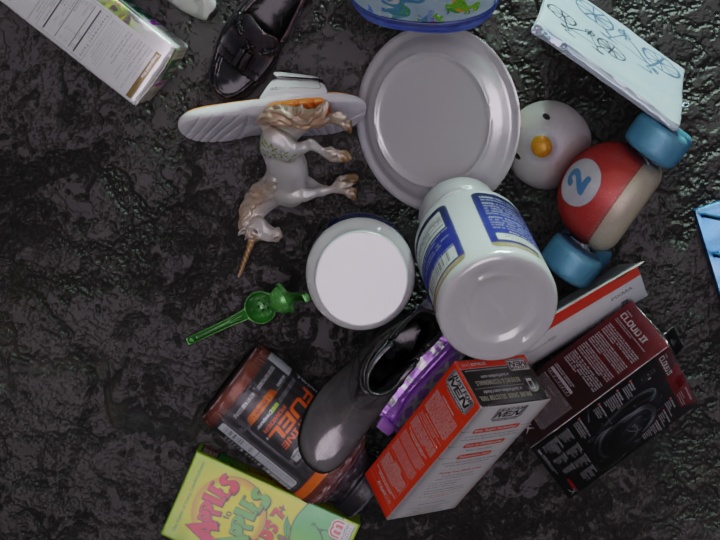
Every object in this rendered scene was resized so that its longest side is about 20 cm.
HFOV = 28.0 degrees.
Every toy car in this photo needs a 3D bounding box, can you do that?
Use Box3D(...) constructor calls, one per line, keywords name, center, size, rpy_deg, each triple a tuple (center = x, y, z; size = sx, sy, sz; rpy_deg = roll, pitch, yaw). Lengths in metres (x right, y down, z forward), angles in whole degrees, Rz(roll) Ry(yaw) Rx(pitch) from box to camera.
Box3D(name="toy car", center=(0.216, -0.117, 1.531), size=(0.199, 0.177, 0.185), rpy_deg=(36, 105, 9))

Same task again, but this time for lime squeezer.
Box3D(name="lime squeezer", center=(-0.105, 0.037, 1.565), size=(0.199, 0.070, 0.038), rpy_deg=(-19, 83, 43))

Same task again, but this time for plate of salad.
Box3D(name="plate of salad", center=(0.085, -0.163, 1.554), size=(0.198, 0.048, 0.203), rpy_deg=(6, 103, 29))

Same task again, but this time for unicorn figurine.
Box3D(name="unicorn figurine", center=(-0.072, -0.100, 1.556), size=(0.136, 0.074, 0.202), rpy_deg=(-2, 120, 5))

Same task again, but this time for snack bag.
Box3D(name="snack bag", center=(0.262, -0.223, 1.504), size=(0.188, 0.200, 0.021), rpy_deg=(35, 118, -5))

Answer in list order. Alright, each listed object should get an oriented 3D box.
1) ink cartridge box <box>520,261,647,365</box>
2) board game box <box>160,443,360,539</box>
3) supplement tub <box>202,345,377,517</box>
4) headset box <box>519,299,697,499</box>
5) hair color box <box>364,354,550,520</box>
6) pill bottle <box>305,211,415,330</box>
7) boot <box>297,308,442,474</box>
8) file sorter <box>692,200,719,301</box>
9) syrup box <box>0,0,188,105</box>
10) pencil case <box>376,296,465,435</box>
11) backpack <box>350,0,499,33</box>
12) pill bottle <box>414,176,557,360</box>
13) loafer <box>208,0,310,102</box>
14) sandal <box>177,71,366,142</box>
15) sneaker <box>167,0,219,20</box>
Box3D(name="ink cartridge box", center=(0.227, 0.051, 1.518), size=(0.162, 0.200, 0.057), rpy_deg=(-31, 92, 2))
Box3D(name="board game box", center=(-0.110, 0.283, 1.609), size=(0.198, 0.048, 0.103), rpy_deg=(24, 94, -3))
Box3D(name="supplement tub", center=(-0.067, 0.180, 1.573), size=(0.199, 0.107, 0.107), rpy_deg=(38, 93, -4))
Box3D(name="headset box", center=(0.264, 0.135, 1.549), size=(0.199, 0.149, 0.077), rpy_deg=(-38, 52, 2))
Box3D(name="hair color box", center=(0.097, 0.173, 1.493), size=(0.201, 0.101, 0.062), rpy_deg=(-54, 52, 37))
Box3D(name="pill bottle", center=(0.000, 0.000, 1.511), size=(0.114, 0.200, 0.117), rpy_deg=(0, 94, -1))
Box3D(name="boot", center=(0.004, 0.119, 1.468), size=(0.069, 0.132, 0.201), rpy_deg=(33, 85, -3))
Box3D(name="file sorter", center=(0.466, 0.010, 1.558), size=(0.137, 0.123, 0.202), rpy_deg=(-18, 94, 0))
Box3D(name="syrup box", center=(-0.288, -0.268, 1.541), size=(0.199, 0.079, 0.082), rpy_deg=(37, 101, -3))
Box3D(name="pencil case", center=(0.080, 0.085, 1.577), size=(0.200, 0.086, 0.084), rpy_deg=(-49, 125, 5))
Box3D(name="backpack", center=(0.066, -0.333, 1.485), size=(0.181, 0.148, 0.202), rpy_deg=(1, 53, 0))
Box3D(name="pill bottle", center=(0.117, -0.011, 1.446), size=(0.118, 0.201, 0.121), rpy_deg=(-3, 119, -6))
Box3D(name="loafer", center=(-0.101, -0.272, 1.555), size=(0.072, 0.063, 0.201), rpy_deg=(35, 93, -3))
Box3D(name="sandal", center=(-0.096, -0.184, 1.554), size=(0.204, 0.079, 0.060), rpy_deg=(-5, 68, -8))
Box3D(name="sneaker", center=(-0.239, -0.325, 1.531), size=(0.199, 0.075, 0.087), rpy_deg=(40, 58, 3))
